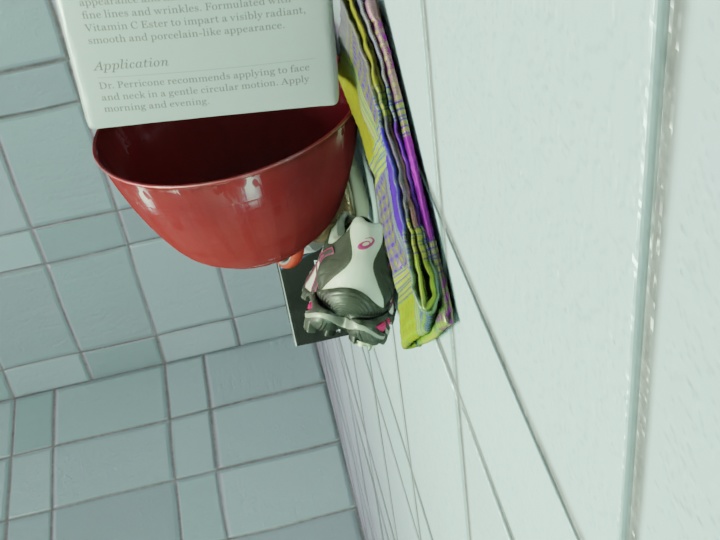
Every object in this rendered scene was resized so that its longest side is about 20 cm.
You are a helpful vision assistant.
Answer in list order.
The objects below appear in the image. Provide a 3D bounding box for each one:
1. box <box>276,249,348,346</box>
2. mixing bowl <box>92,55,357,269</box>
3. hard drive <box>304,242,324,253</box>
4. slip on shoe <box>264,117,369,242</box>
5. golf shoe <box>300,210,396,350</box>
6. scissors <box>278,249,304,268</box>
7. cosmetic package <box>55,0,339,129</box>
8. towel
[{"bbox_3d":[-0.055,-0.044,1.177,0.200,0.085,0.165,-110,9,-62],"label":"box"},{"bbox_3d":[-0.087,-0.072,0.816,0.201,0.198,0.109,-109,5,-55],"label":"mixing bowl"},{"bbox_3d":[-0.111,-0.069,1.025,0.132,0.027,0.200,57,155,-12],"label":"hard drive"},{"bbox_3d":[-0.052,-0.120,0.912,0.076,0.060,0.202,-11,95,46],"label":"slip on shoe"},{"bbox_3d":[0.000,0.000,0.845,0.200,0.076,0.089,-119,43,-82],"label":"golf shoe"},{"bbox_3d":[-0.086,-0.020,0.975,0.074,0.014,0.200,65,158,8],"label":"scissors"},{"bbox_3d":[-0.105,-0.221,0.683,0.166,0.163,0.201,-99,5,-48],"label":"cosmetic package"},{"bbox_3d":[0.016,-0.056,0.667,0.144,0.023,0.202,110,147,-80],"label":"towel"}]
